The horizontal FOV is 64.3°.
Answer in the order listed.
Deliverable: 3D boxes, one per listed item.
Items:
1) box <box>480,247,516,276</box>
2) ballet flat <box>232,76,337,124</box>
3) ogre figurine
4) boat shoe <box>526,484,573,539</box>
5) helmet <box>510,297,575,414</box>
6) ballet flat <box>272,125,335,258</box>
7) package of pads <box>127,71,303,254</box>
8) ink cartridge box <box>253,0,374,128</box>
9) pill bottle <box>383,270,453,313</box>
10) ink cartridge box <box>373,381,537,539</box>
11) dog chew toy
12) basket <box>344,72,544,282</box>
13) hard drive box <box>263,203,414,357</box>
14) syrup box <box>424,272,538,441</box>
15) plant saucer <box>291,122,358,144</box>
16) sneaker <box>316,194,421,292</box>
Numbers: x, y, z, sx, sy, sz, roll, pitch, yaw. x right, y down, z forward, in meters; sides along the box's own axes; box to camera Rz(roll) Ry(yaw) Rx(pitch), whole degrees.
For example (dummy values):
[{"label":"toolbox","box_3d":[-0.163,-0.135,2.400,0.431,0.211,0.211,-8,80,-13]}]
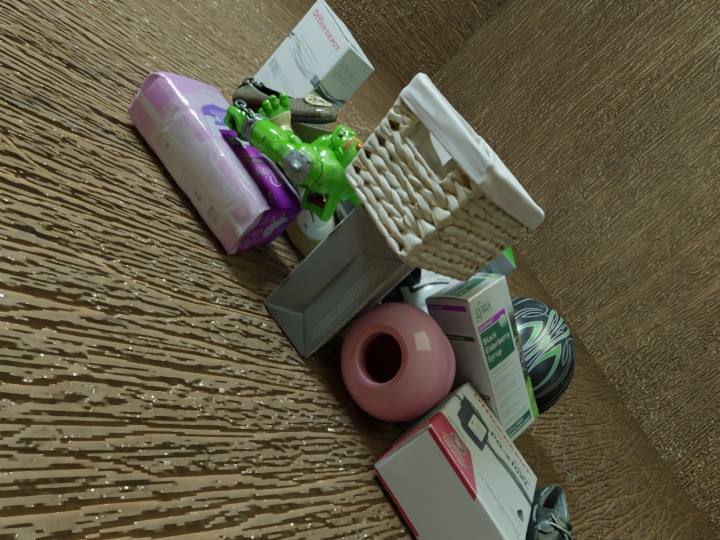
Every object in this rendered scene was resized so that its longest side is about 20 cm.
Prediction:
[{"label":"box","box_3d":[0.200,-0.017,1.116,0.097,0.176,0.201,46,19,-6]},{"label":"ballet flat","box_3d":[-0.105,-0.227,0.762,0.197,0.048,0.066,23,17,41]},{"label":"ogre figurine","box_3d":[-0.047,-0.122,0.647,0.120,0.098,0.200,47,3,38]},{"label":"boat shoe","box_3d":[0.234,0.332,0.732,0.073,0.071,0.200,50,20,1]},{"label":"helmet","box_3d":[0.250,0.141,0.925,0.199,0.190,0.202,41,21,-20]},{"label":"ballet flat","box_3d":[-0.077,-0.098,0.741,0.063,0.068,0.205,-5,-67,64]},{"label":"package of pads","box_3d":[-0.160,-0.123,0.648,0.202,0.075,0.120,53,22,4]},{"label":"ink cartridge box","box_3d":[-0.088,-0.342,1.009,0.082,0.199,0.148,20,34,-52]},{"label":"pill bottle","box_3d":[0.092,0.036,0.872,0.115,0.116,0.203,32,27,-41]},{"label":"ink cartridge box","box_3d":[0.113,0.224,0.631,0.147,0.084,0.199,55,19,11]},{"label":"dog chew toy","box_3d":[0.056,0.109,0.668,0.126,0.123,0.199,58,12,23]},{"label":"basket","box_3d":[0.090,-0.082,0.600,0.137,0.123,0.198,57,20,24]},{"label":"hard drive box","box_3d":[0.000,0.000,0.670,0.077,0.155,0.199,49,18,6]},{"label":"syrup box","box_3d":[0.159,0.114,0.746,0.078,0.080,0.206,-26,107,-35]},{"label":"plant saucer","box_3d":[-0.100,-0.207,0.868,0.193,0.032,0.200,12,13,-3]},{"label":"sneaker","box_3d":[0.014,-0.064,0.799,0.075,0.104,0.205,-43,113,-47]}]
